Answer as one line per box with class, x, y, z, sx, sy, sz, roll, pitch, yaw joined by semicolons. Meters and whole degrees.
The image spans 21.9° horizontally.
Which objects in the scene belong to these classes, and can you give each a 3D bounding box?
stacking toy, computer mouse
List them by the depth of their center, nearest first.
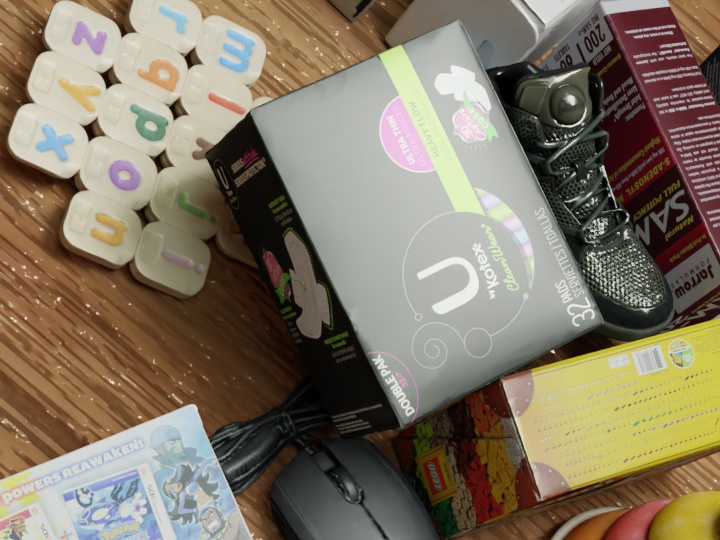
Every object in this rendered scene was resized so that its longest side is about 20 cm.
stacking toy;0.212;0.182;1.135;0.146;0.200;0.146;14;56;-21
computer mouse;-0.005;0.161;1.138;0.138;0.053;0.200;-29;83;-31

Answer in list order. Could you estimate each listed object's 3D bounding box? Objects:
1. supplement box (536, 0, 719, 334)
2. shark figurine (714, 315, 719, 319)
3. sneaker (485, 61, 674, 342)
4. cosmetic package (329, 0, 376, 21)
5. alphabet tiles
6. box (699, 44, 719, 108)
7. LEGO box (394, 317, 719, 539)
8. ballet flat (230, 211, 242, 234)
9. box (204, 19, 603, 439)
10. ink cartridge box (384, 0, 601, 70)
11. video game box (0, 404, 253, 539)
supplement box;0.188;-0.065;1.210;0.061;0.109;0.200;-12;70;-33
shark figurine;0.259;0.008;1.272;0.128;0.215;0.090;14;38;11
sneaker;0.130;-0.051;1.154;0.076;0.114;0.200;-24;67;-28
cosmetic package;0.040;-0.280;1.313;0.087;0.103;0.200;43;60;-4
alphabet tiles;-0.126;-0.085;1.202;0.195;0.015;0.200;23;61;-21
box;0.339;-0.088;1.303;0.200;0.197;0.124;20;52;-16
LEGO box;0.146;0.100;1.174;0.200;0.149;0.077;-13;78;-27
ballet flat;0.000;0.000;1.200;0.200;0.068;0.072;32;73;-16
box;0.023;-0.022;1.115;0.148;0.124;0.200;-26;91;-19
ink cartridge box;0.131;-0.210;1.298;0.084;0.145;0.200;49;58;3
video game box;-0.150;0.196;1.049;0.200;0.047;0.183;-20;80;-21
